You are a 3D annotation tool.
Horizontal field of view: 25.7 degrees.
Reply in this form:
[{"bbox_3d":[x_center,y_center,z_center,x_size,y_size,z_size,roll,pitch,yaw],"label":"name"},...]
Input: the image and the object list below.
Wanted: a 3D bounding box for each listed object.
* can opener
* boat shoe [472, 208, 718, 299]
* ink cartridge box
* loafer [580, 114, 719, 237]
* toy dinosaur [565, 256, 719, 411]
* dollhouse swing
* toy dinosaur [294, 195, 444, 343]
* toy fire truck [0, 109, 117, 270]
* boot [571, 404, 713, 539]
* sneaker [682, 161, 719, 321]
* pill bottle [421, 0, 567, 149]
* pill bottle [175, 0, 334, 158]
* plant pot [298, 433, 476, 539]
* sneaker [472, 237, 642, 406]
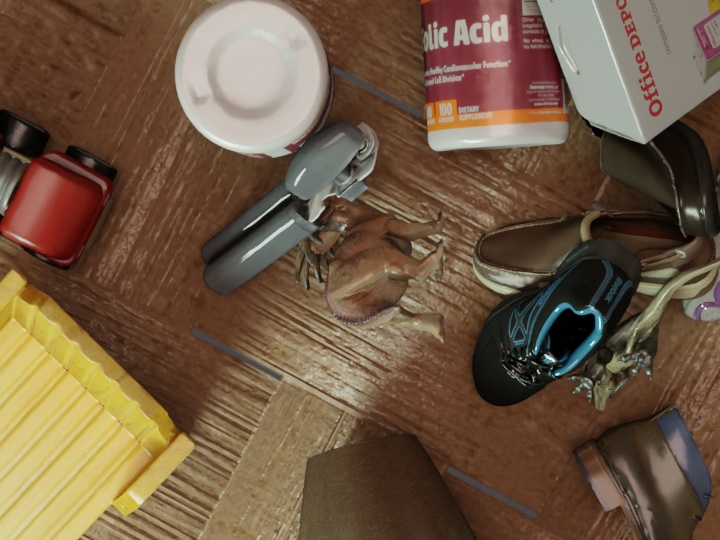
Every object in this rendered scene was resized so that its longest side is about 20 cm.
[{"bbox_3d":[-0.066,-0.056,1.261,0.199,0.054,0.067,-36,134,28],"label":"can opener"},{"bbox_3d":[0.184,-0.023,1.269,0.200,0.075,0.075,-2,58,17],"label":"boat shoe"},{"bbox_3d":[0.243,-0.213,1.197,0.199,0.085,0.145,-35,121,-12],"label":"ink cartridge box"},{"bbox_3d":[0.225,-0.083,1.240,0.071,0.201,0.074,-19,124,0],"label":"loafer"},{"bbox_3d":[0.214,0.059,1.245,0.047,0.200,0.088,40,48,5],"label":"toy dinosaur"},{"bbox_3d":[-0.271,0.141,1.270,0.200,0.182,0.176,45,72,-2],"label":"dollhouse swing"},{"bbox_3d":[0.000,0.000,1.263,0.134,0.201,0.087,-1,123,2],"label":"toy dinosaur"},{"bbox_3d":[-0.286,-0.089,1.235,0.175,0.200,0.130,28,93,0],"label":"toy fire truck"},{"bbox_3d":[0.267,0.210,1.304,0.096,0.075,0.201,-33,90,5],"label":"boot"},{"bbox_3d":[0.324,-0.049,1.299,0.074,0.100,0.201,17,115,-34],"label":"sneaker"},{"bbox_3d":[0.105,-0.200,1.259,0.113,0.114,0.203,-4,93,1],"label":"pill bottle"},{"bbox_3d":[-0.077,-0.146,1.229,0.113,0.200,0.116,0,93,0],"label":"pill bottle"},{"bbox_3d":[0.022,0.241,1.272,0.185,0.187,0.202,-14,78,2],"label":"plant pot"},{"bbox_3d":[0.141,0.054,1.251,0.073,0.082,0.200,34,134,-3],"label":"sneaker"}]
